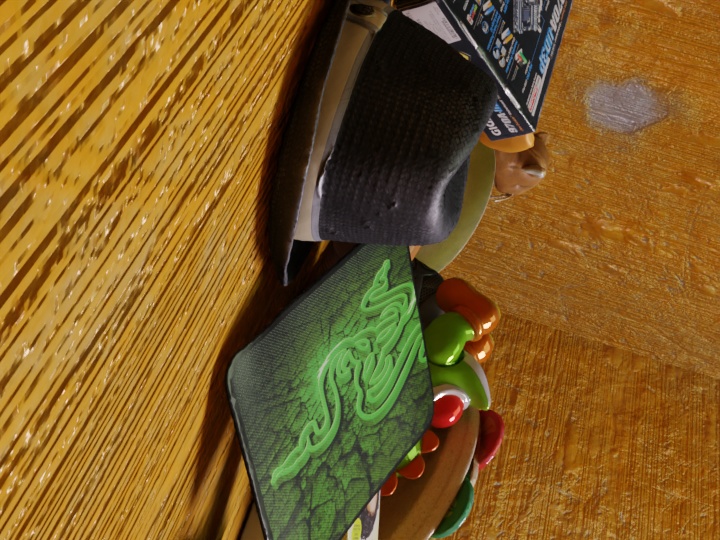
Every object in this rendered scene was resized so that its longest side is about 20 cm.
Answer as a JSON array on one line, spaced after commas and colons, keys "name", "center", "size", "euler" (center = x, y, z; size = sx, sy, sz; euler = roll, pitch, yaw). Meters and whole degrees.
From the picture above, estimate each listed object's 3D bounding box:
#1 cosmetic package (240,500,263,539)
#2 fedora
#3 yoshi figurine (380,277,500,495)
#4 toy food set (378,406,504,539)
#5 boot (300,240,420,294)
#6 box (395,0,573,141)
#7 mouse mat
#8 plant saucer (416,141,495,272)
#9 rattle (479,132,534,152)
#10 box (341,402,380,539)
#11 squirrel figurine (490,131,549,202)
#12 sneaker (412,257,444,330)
[{"name": "cosmetic package", "center": [-0.077, 0.276, 0.825], "size": [0.105, 0.071, 0.200], "euler": [99, 9, -63]}, {"name": "fedora", "center": [0.020, -0.072, 0.540], "size": [0.201, 0.091, 0.201], "euler": [18, 90, -86]}, {"name": "yoshi figurine", "center": [0.021, 0.094, 0.792], "size": [0.200, 0.112, 0.112], "euler": [-48, -163, -29]}, {"name": "toy food set", "center": [0.045, 0.189, 0.834], "size": [0.198, 0.049, 0.200], "euler": [-54, -170, 3]}, {"name": "boot", "center": [0.000, 0.000, 0.736], "size": [0.200, 0.074, 0.155], "euler": [-50, 167, -49]}, {"name": "box", "center": [0.114, -0.236, 0.822], "size": [0.159, 0.046, 0.200], "euler": [45, 54, -39]}, {"name": "mouse mat", "center": [-0.007, 0.074, 0.590], "size": [0.200, 0.008, 0.161], "euler": [-44, 130, -50]}, {"name": "plant saucer", "center": [0.076, -0.081, 1.139], "size": [0.200, 0.031, 0.200], "euler": [-41, -145, 38]}, {"name": "rattle", "center": [0.113, -0.209, 0.953], "size": [0.200, 0.143, 0.130], "euler": [-57, 147, -53]}, {"name": "box", "center": [-0.020, 0.179, 0.648], "size": [0.075, 0.050, 0.201], "euler": [-7, 100, -72]}, {"name": "squirrel figurine", "center": [0.157, -0.177, 1.262], "size": [0.142, 0.186, 0.200], "euler": [-67, 173, -52]}, {"name": "sneaker", "center": [-0.010, 0.053, 0.884], "size": [0.199, 0.114, 0.076], "euler": [-41, 169, -21]}]
